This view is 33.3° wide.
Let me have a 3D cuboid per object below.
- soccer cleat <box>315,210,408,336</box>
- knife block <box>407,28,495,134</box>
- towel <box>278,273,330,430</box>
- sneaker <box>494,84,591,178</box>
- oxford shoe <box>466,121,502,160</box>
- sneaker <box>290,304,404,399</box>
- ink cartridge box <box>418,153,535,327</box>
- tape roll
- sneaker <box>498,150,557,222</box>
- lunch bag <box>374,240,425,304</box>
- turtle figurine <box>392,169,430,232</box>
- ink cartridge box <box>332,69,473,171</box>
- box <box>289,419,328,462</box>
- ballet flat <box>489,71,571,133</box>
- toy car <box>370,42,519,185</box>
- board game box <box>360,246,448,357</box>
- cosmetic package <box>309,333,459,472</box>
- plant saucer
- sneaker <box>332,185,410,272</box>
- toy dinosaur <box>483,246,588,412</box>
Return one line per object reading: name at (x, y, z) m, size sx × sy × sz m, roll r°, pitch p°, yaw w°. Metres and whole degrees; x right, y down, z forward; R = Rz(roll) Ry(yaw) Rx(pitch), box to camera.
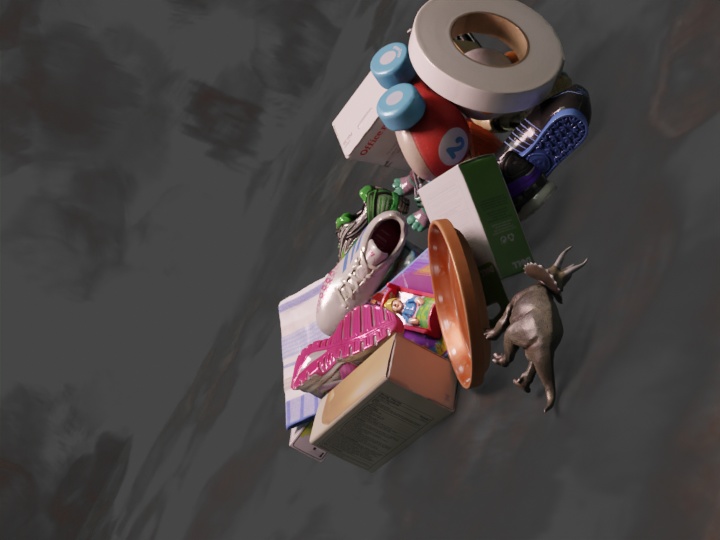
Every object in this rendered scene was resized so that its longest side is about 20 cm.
soccer cleat at (0.000, 0.000, 1.677) m, size 0.201 × 0.070 × 0.086 m, roll -59°, pitch 2°, yaw -6°
knife block at (0.152, -0.312, 1.863) m, size 0.064 × 0.175 × 0.200 m, roll -52°, pitch 17°, yaw 31°
towel at (-0.075, 0.119, 1.759) m, size 0.147 × 0.024 × 0.201 m, roll -28°, pitch 59°, yaw 48°
sneaker at (0.226, -0.162, 1.561) m, size 0.200 × 0.070 × 0.078 m, roll -38°, pitch 24°, yaw 41°
oxford shoe at (0.166, -0.151, 1.730) m, size 0.073 × 0.071 × 0.200 m, roll -58°, pitch 15°, yaw 27°
sneaker at (-0.002, 0.115, 1.585) m, size 0.200 × 0.088 × 0.082 m, roll -34°, pitch 34°, yaw 42°
ink cartridge box at (0.151, -0.029, 1.475) m, size 0.059 × 0.201 × 0.104 m, roll -18°, pitch -5°, yaw -29°
tape roll at (0.163, -0.285, 1.554) m, size 0.037 × 0.202 × 0.204 m, roll 105°, pitch -179°, yaw -50°
sneaker at (0.161, -0.096, 1.554) m, size 0.070 × 0.100 × 0.200 m, roll -49°, pitch 7°, yaw -38°
lunch bag at (0.044, 0.051, 1.747) m, size 0.201 × 0.077 × 0.160 m, roll -59°, pitch 13°, yaw 8°
turtle figurine at (0.105, -0.154, 1.817) m, size 0.200 × 0.100 × 0.151 m, roll 112°, pitch 157°, yaw -57°
ink cartridge box at (0.078, -0.237, 1.903) m, size 0.147 × 0.199 × 0.083 m, roll -49°, pitch 49°, yaw 35°
box at (-0.048, 0.182, 1.844) m, size 0.117 × 0.060 × 0.200 m, roll -53°, pitch 17°, yaw 28°
ballet flat at (0.233, -0.227, 1.671) m, size 0.071 × 0.070 × 0.200 m, roll -64°, pitch 17°, yaw -11°
toy car at (0.144, -0.225, 1.605) m, size 0.199 × 0.184 × 0.178 m, roll -24°, pitch 42°, yaw 18°
board game box at (0.063, 0.057, 1.587) m, size 0.200 × 0.039 × 0.159 m, roll -42°, pitch 47°, yaw 29°
cosmetic package at (0.029, 0.171, 1.523) m, size 0.200 × 0.105 × 0.071 m, roll -43°, pitch 25°, yaw 45°
plant saucer at (0.118, 0.037, 1.415) m, size 0.200 × 0.032 × 0.202 m, roll 168°, pitch 90°, yaw -84°
sneaker at (-0.009, -0.038, 1.777) m, size 0.201 × 0.085 × 0.078 m, roll -60°, pitch 7°, yaw 14°
toy dinosaur at (0.181, 0.061, 1.273) m, size 0.200 × 0.077 × 0.103 m, roll -73°, pitch 6°, yaw -52°
